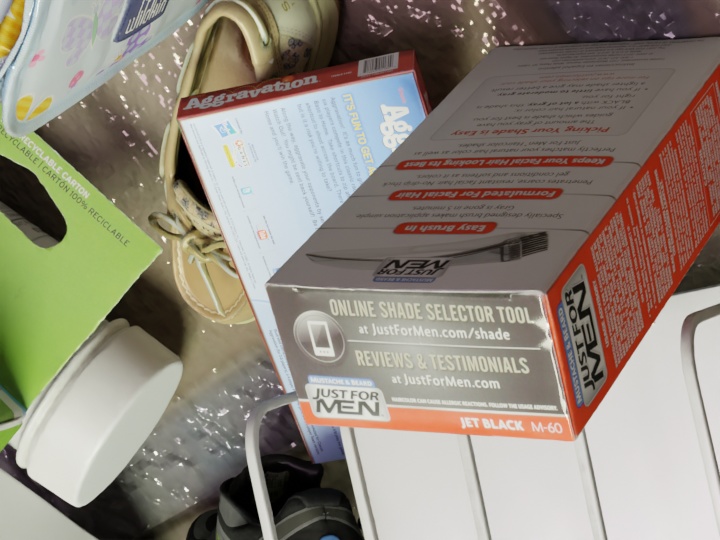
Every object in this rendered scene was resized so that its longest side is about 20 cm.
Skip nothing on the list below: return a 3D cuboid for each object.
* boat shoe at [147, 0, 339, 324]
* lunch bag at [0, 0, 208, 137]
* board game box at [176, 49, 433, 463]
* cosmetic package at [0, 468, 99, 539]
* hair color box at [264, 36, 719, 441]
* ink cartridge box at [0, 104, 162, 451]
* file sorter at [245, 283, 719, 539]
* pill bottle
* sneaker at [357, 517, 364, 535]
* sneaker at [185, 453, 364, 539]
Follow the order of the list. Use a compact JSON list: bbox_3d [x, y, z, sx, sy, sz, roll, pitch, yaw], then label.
[{"bbox_3d":[-0.060,-0.050,0.903,0.073,0.063,0.200,22,129,17],"label":"boat shoe"},{"bbox_3d":[-0.141,-0.130,0.828,0.200,0.170,0.127,-19,106,37],"label":"lunch bag"},{"bbox_3d":[0.000,0.000,0.883,0.103,0.019,0.200,-10,127,12],"label":"board game box"},{"bbox_3d":[-0.179,0.148,1.045,0.083,0.051,0.200,15,159,34],"label":"cosmetic package"},{"bbox_3d":[0.063,-0.018,0.757,0.111,0.200,0.064,1,120,31],"label":"hair color box"},{"bbox_3d":[-0.212,0.019,0.906,0.148,0.076,0.200,42,99,7],"label":"ink cartridge box"},{"bbox_3d":[0.071,0.093,0.804,0.200,0.125,0.139,-13,89,27],"label":"file sorter"},{"bbox_3d":[-0.193,0.024,1.000,0.200,0.114,0.114,34,131,8],"label":"pill bottle"},{"bbox_3d":[0.103,0.145,0.923,0.202,0.077,0.146,-13,109,36],"label":"sneaker"},{"bbox_3d":[-0.038,0.130,0.977,0.200,0.071,0.083,167,100,-72],"label":"sneaker"}]
